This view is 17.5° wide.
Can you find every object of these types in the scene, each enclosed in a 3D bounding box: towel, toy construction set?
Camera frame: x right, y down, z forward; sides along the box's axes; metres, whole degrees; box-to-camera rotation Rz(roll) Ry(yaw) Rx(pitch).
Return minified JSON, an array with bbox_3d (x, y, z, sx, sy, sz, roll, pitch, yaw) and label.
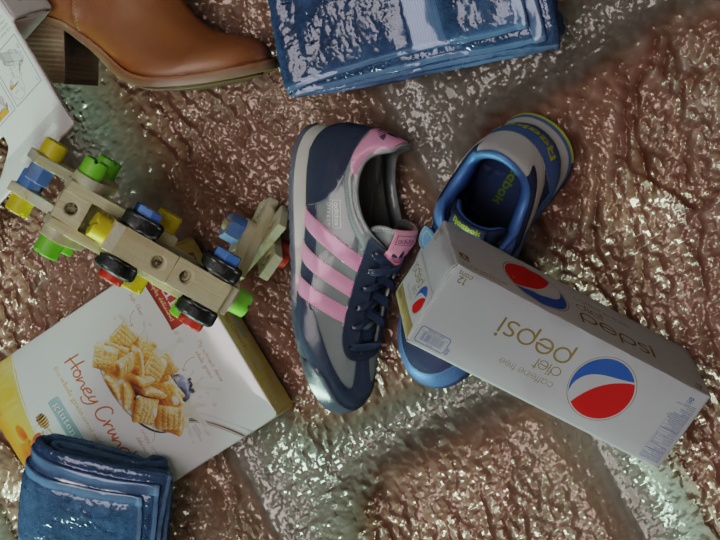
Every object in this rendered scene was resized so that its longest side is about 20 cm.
[{"bbox_3d":[-0.196,0.218,1.684,0.111,0.049,0.201,11,115,7],"label":"towel"},{"bbox_3d":[-0.139,-0.021,1.583,0.199,0.131,0.093,15,97,-16],"label":"toy construction set"},{"bbox_3d":[0.032,-0.185,1.559,0.199,0.049,0.112,-9,94,22],"label":"towel"}]

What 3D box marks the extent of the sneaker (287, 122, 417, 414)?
[{"bbox_3d":[0.000,0.000,1.589,0.082,0.070,0.201,1,100,35],"label":"sneaker"}]

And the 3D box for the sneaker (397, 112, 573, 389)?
[{"bbox_3d":[0.070,-0.011,1.560,0.074,0.082,0.201,26,108,14],"label":"sneaker"}]

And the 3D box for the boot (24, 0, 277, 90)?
[{"bbox_3d":[-0.150,-0.204,1.624,0.199,0.074,0.156,4,95,18],"label":"boot"}]

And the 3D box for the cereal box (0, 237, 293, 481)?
[{"bbox_3d":[-0.165,0.088,1.688,0.200,0.040,0.144,-34,87,22],"label":"cereal box"}]

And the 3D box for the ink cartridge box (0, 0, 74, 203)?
[{"bbox_3d":[-0.284,-0.130,1.666,0.200,0.045,0.177,-39,82,41],"label":"ink cartridge box"}]

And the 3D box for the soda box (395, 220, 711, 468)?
[{"bbox_3d":[0.123,0.048,1.506,0.199,0.068,0.064,28,110,-18],"label":"soda box"}]
